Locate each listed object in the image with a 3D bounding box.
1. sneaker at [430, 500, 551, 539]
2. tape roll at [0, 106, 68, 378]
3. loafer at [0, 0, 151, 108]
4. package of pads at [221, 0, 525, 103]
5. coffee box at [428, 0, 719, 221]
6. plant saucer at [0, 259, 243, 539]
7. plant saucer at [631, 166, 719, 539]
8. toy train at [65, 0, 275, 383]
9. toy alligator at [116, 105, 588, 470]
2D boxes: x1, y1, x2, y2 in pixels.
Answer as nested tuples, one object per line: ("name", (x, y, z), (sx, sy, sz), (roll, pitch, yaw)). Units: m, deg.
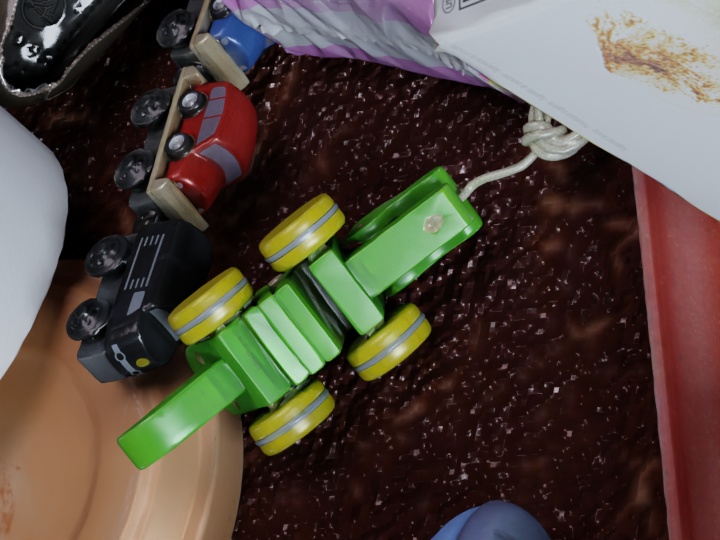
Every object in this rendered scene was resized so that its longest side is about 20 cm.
("sneaker", (0.000, 0.159, 0.783), (0.082, 0.074, 0.201), (9, 69, 41))
("tape roll", (-0.206, 0.009, 0.990), (0.202, 0.071, 0.203), (-31, 36, 26))
("loafer", (-0.084, -0.139, 1.010), (0.200, 0.073, 0.071), (-55, 28, 7))
("package of pads", (0.042, -0.163, 0.936), (0.120, 0.076, 0.201), (16, 75, 38))
("coffee box", (0.149, -0.137, 0.686), (0.197, 0.199, 0.201), (-18, 61, 35))
("plant saucer", (-0.132, 0.087, 0.950), (0.199, 0.032, 0.201), (-19, 55, 28))
("plant saucer", (0.180, 0.001, 0.765), (0.199, 0.037, 0.201), (-20, 54, 27))
("toy train", (-0.061, -0.047, 0.951), (0.046, 0.034, 0.201), (-10, 49, 31))
("toy alligator", (0.000, 0.000, 0.893), (0.200, 0.059, 0.054), (-38, 7, 0))
